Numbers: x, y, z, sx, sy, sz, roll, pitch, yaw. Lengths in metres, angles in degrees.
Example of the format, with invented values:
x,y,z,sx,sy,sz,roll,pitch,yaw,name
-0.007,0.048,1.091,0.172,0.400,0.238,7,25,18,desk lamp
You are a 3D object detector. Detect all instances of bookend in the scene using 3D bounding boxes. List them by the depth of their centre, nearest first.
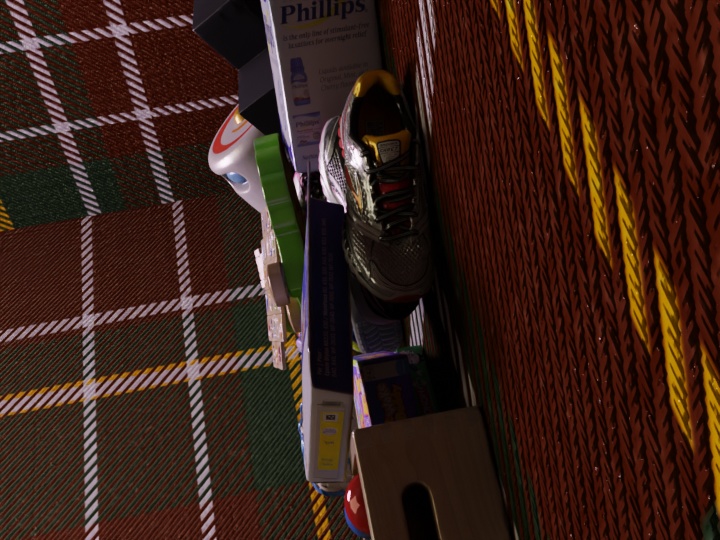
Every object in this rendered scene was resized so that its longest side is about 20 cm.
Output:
x,y,z,sx,sy,sz,roll,pitch,yaw,name
-0.123,-0.277,1.179,0.199,0.091,0.201,37,-145,-39,bookend

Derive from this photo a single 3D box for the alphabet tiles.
x,y,z,sx,sy,sz,roll,pitch,yaw,name
-0.110,0.022,1.177,0.166,0.006,0.204,165,100,-78,alphabet tiles

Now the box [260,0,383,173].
x,y,z,sx,sy,sz,roll,pitch,yaw,name
-0.041,-0.221,0.964,0.184,0.103,0.203,-118,19,-71,box

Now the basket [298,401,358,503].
x,y,z,sx,sy,sz,roll,pitch,yaw,name
-0.016,0.246,1.329,0.201,0.137,0.179,103,159,-55,basket

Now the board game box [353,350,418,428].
x,y,z,sx,sy,sz,roll,pitch,yaw,name
0.025,0.153,0.943,0.200,0.044,0.137,136,125,-84,board game box

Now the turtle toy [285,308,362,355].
x,y,z,sx,sy,sz,roll,pitch,yaw,name
-0.052,0.065,1.311,0.200,0.099,0.148,38,-135,-63,turtle toy

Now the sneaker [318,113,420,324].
x,y,z,sx,sy,sz,roll,pitch,yaw,name
0.022,-0.050,0.863,0.086,0.079,0.203,180,72,-72,sneaker

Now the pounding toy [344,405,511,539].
x,y,z,sx,sy,sz,roll,pitch,yaw,name
0.038,0.227,0.722,0.185,0.140,0.203,94,165,-70,pounding toy

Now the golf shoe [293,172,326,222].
x,y,z,sx,sy,sz,roll,pitch,yaw,name
-0.053,-0.108,1.149,0.202,0.072,0.093,-62,22,25,golf shoe

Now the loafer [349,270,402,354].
x,y,z,sx,sy,sz,roll,pitch,yaw,name
0.000,0.000,1.077,0.070,0.074,0.203,-126,27,-68,loafer

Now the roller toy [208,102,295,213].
x,y,z,sx,sy,sz,roll,pitch,yaw,name
-0.128,-0.191,1.373,0.139,0.199,0.184,40,-149,-26,roller toy

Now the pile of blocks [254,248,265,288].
x,y,z,sx,sy,sz,roll,pitch,yaw,name
-0.063,0.006,1.413,0.062,0.198,0.083,-27,48,46,pile of blocks

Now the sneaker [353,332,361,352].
x,y,z,sx,sy,sz,roll,pitch,yaw,name
-0.002,0.008,1.237,0.083,0.070,0.203,-34,-66,-71,sneaker

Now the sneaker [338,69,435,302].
x,y,z,sx,sy,sz,roll,pitch,yaw,name
0.017,-0.071,0.767,0.082,0.076,0.203,100,160,-71,sneaker

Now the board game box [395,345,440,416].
x,y,z,sx,sy,sz,roll,pitch,yaw,name
0.066,0.196,0.979,0.202,0.029,0.136,86,172,-45,board game box

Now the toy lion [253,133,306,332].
x,y,z,sx,sy,sz,roll,pitch,yaw,name
-0.077,-0.047,1.041,0.200,0.068,0.195,75,-179,-73,toy lion

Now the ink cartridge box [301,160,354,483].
x,y,z,sx,sy,sz,roll,pitch,yaw,name
-0.029,0.047,0.812,0.201,0.046,0.200,99,170,-51,ink cartridge box
